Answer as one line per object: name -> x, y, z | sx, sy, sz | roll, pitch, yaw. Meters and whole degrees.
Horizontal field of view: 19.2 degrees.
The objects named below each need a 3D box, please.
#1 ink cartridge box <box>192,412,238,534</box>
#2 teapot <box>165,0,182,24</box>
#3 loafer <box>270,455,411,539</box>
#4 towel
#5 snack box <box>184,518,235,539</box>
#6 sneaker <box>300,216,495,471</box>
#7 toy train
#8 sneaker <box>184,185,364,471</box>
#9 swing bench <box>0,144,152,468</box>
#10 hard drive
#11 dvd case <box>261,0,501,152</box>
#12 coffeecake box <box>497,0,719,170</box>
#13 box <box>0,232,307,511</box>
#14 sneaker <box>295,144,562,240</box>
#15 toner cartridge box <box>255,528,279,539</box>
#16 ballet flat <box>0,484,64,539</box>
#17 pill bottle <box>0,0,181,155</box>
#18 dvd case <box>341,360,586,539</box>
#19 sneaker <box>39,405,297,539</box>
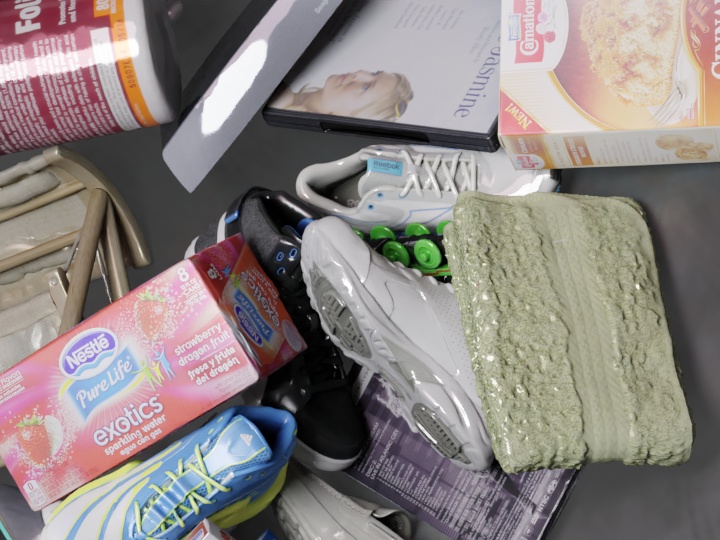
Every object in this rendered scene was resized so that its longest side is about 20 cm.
ink cartridge box -> -0.148, 0.201, 1.484 | 0.068, 0.200, 0.115 | 39, 134, 3
teapot -> -0.207, -0.237, 1.682 | 0.146, 0.198, 0.200 | 39, 133, -2
loafer -> 0.003, 0.190, 1.466 | 0.070, 0.070, 0.200 | -34, 51, -17
towel -> 0.137, 0.037, 1.399 | 0.148, 0.037, 0.201 | -2, 64, -14
snack box -> -0.050, 0.247, 1.407 | 0.072, 0.200, 0.024 | -47, 21, 8
sneaker -> 0.043, 0.034, 1.435 | 0.099, 0.078, 0.200 | -41, 93, -23
toy train -> 0.000, 0.000, 1.516 | 0.199, 0.042, 0.057 | -2, 116, 41
sneaker -> -0.043, 0.033, 1.479 | 0.200, 0.073, 0.112 | 57, 132, 15
swing bench -> -0.272, 0.037, 1.643 | 0.198, 0.130, 0.201 | -19, 60, 25
hard drive -> -0.081, -0.158, 1.597 | 0.200, 0.042, 0.135 | -51, 14, 8
dvd case -> 0.041, -0.150, 1.545 | 0.199, 0.018, 0.143 | 9, 53, 33
coffeecake box -> 0.196, -0.153, 1.423 | 0.199, 0.073, 0.154 | -2, 72, 13
box -> -0.150, 0.068, 1.438 | 0.199, 0.100, 0.096 | -31, 90, 21
sneaker -> 0.043, -0.058, 1.507 | 0.199, 0.087, 0.075 | -9, 68, 27
toner cartridge box -> -0.106, 0.283, 1.482 | 0.200, 0.043, 0.095 | -44, 91, 11
ballet flat -> -0.199, 0.221, 1.570 | 0.073, 0.073, 0.200 | -43, 64, 12
pill bottle -> -0.241, -0.148, 1.580 | 0.199, 0.114, 0.115 | -10, 67, 7
dvd case -> 0.071, 0.103, 1.477 | 0.200, 0.016, 0.149 | 28, 90, 35
sneaker -> -0.119, 0.136, 1.396 | 0.076, 0.200, 0.105 | 49, 134, 15
